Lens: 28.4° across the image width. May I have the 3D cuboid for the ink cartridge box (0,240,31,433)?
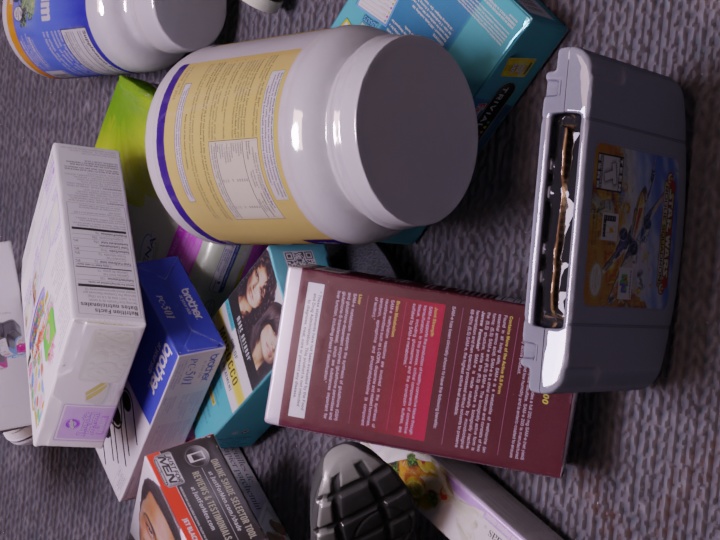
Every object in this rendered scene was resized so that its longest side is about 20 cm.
[{"bbox_3d":[-0.328,0.084,1.240,0.115,0.068,0.201,161,99,-65],"label":"ink cartridge box"}]

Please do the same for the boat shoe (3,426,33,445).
[{"bbox_3d":[-0.296,0.089,1.323,0.200,0.065,0.074,-53,55,27],"label":"boat shoe"}]

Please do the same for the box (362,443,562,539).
[{"bbox_3d":[0.077,0.164,0.976,0.200,0.041,0.039,38,113,37],"label":"box"}]

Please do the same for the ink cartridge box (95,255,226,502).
[{"bbox_3d":[-0.171,0.091,1.147,0.094,0.044,0.200,59,141,29],"label":"ink cartridge box"}]

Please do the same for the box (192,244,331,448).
[{"bbox_3d":[-0.078,0.063,1.094,0.200,0.049,0.083,-49,52,50],"label":"box"}]

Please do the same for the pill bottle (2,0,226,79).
[{"bbox_3d":[-0.212,-0.226,1.237,0.200,0.112,0.113,3,89,43],"label":"pill bottle"}]

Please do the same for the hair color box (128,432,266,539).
[{"bbox_3d":[-0.135,0.227,1.115,0.102,0.061,0.200,58,148,30],"label":"hair color box"}]

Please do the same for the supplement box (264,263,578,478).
[{"bbox_3d":[0.045,0.064,0.946,0.199,0.061,0.109,10,93,11],"label":"supplement box"}]

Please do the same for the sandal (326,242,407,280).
[{"bbox_3d":[0.000,-0.001,1.077,0.076,0.043,0.201,-37,55,26],"label":"sandal"}]

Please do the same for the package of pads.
[{"bbox_3d":[-0.155,-0.055,1.202,0.200,0.068,0.155,36,109,39],"label":"package of pads"}]

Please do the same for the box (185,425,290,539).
[{"bbox_3d":[-0.089,0.210,1.139,0.041,0.039,0.200,-51,56,29],"label":"box"}]

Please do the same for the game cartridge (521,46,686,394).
[{"bbox_3d":[0.152,-0.026,0.867,0.041,0.133,0.201,6,91,43],"label":"game cartridge"}]

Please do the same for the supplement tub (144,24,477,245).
[{"bbox_3d":[-0.035,-0.090,0.975,0.200,0.145,0.146,1,88,43],"label":"supplement tub"}]

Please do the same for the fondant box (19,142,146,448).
[{"bbox_3d":[-0.223,0.019,1.126,0.200,0.058,0.145,-106,31,-43],"label":"fondant box"}]

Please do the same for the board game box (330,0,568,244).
[{"bbox_3d":[0.038,-0.144,1.041,0.200,0.047,0.151,-55,54,26],"label":"board game box"}]

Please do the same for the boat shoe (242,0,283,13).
[{"bbox_3d":[-0.116,-0.297,1.180,0.066,0.074,0.200,-53,55,24],"label":"boat shoe"}]

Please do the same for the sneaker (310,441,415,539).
[{"bbox_3d":[-0.001,0.184,0.984,0.079,0.075,0.200,-125,15,-48],"label":"sneaker"}]
